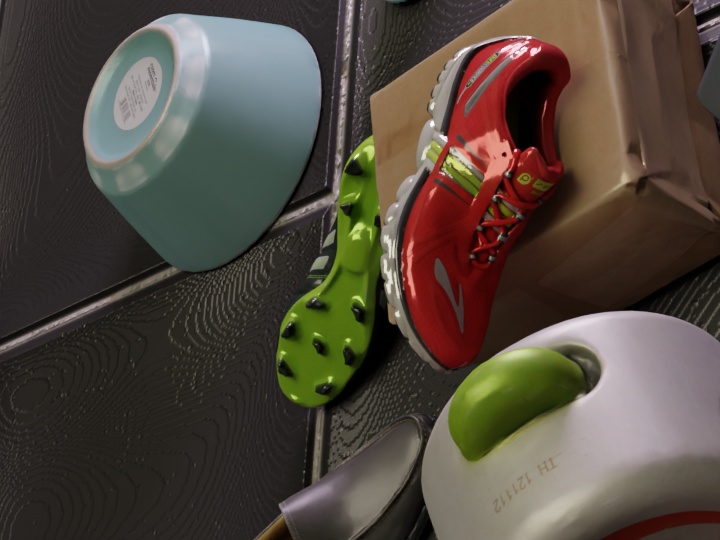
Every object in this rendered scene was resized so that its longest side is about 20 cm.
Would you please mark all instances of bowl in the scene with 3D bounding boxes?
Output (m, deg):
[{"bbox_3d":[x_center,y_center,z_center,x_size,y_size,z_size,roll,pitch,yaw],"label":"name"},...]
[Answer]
[{"bbox_3d":[-0.133,-0.110,1.692,0.200,0.105,0.202,-27,52,40],"label":"bowl"}]

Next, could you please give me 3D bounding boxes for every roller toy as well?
[{"bbox_3d":[0.135,0.128,1.167,0.140,0.199,0.183,-111,27,-45],"label":"roller toy"}]

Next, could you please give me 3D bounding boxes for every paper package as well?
[{"bbox_3d":[0.113,-0.064,1.367,0.200,0.103,0.192,-33,47,36],"label":"paper package"}]

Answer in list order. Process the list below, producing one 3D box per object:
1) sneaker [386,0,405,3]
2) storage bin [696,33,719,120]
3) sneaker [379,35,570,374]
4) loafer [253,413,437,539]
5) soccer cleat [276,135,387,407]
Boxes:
[{"bbox_3d":[0.033,-0.297,1.617,0.076,0.081,0.201,-2,68,52],"label":"sneaker"},{"bbox_3d":[0.266,-0.115,1.146,0.135,0.199,0.146,-64,36,16],"label":"storage bin"},{"bbox_3d":[0.070,-0.042,1.262,0.085,0.077,0.201,-4,67,44],"label":"sneaker"},{"bbox_3d":[-0.021,0.165,1.423,0.200,0.072,0.073,-53,37,15],"label":"loafer"},{"bbox_3d":[0.000,0.000,1.506,0.067,0.081,0.201,27,113,16],"label":"soccer cleat"}]
